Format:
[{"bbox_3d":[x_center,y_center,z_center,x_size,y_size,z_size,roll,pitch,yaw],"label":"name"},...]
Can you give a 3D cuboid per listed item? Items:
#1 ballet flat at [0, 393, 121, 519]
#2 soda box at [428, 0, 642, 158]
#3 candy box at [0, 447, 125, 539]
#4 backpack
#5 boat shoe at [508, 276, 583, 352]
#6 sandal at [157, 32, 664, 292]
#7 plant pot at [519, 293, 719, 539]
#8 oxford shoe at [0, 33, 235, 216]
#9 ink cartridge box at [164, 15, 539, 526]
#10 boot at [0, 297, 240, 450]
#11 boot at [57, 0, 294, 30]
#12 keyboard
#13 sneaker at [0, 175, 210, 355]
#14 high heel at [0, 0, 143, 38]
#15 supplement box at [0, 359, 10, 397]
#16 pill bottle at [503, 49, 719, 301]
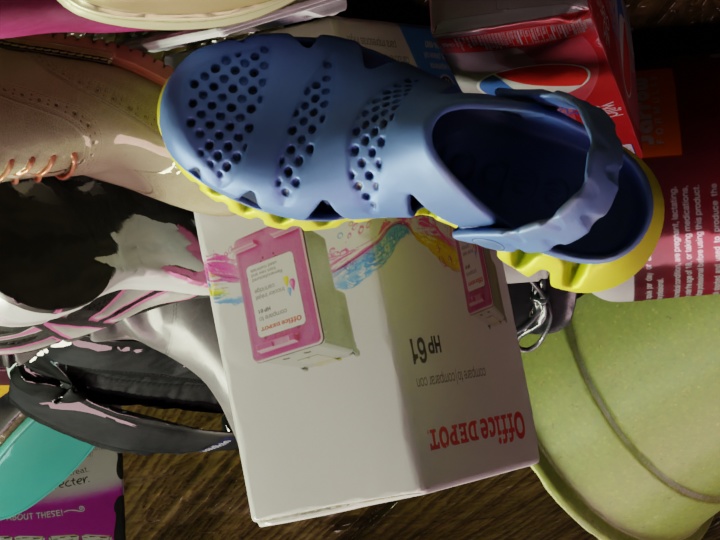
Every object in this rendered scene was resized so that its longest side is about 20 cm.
[{"bbox_3d":[-0.155,0.051,1.617,0.073,0.073,0.200,12,129,-48],"label":"ballet flat"},{"bbox_3d":[0.072,-0.100,1.203,0.063,0.070,0.200,-6,166,9],"label":"soda box"},{"bbox_3d":[-0.205,0.113,1.687,0.136,0.200,0.061,1,167,-15],"label":"candy box"},{"bbox_3d":[-0.089,0.011,1.475,0.200,0.127,0.167,1,151,-30],"label":"backpack"},{"bbox_3d":[0.074,0.001,1.445,0.062,0.075,0.200,29,-143,25],"label":"boat shoe"},{"bbox_3d":[0.022,-0.049,1.121,0.200,0.080,0.087,10,170,-2],"label":"sandal"},{"bbox_3d":[0.194,0.023,1.549,0.190,0.200,0.200,-31,153,35],"label":"plant pot"},{"bbox_3d":[-0.132,-0.053,1.159,0.200,0.074,0.071,19,147,-9],"label":"oxford shoe"},{"bbox_3d":[0.000,0.000,1.260,0.085,0.200,0.145,-11,178,23],"label":"ink cartridge box"},{"bbox_3d":[-0.105,0.022,1.353,0.132,0.200,0.070,-19,-175,-13],"label":"boot"},{"bbox_3d":[-0.019,-0.145,1.002,0.200,0.072,0.155,-10,166,1],"label":"boot"},{"bbox_3d":[-0.067,-0.095,1.181,0.056,0.011,0.200,-13,-175,-23],"label":"keyboard"},{"bbox_3d":[-0.122,-0.007,1.249,0.086,0.080,0.200,-31,166,34],"label":"sneaker"},{"bbox_3d":[-0.140,-0.103,1.125,0.200,0.067,0.096,-7,157,1],"label":"high heel"},{"bbox_3d":[-0.280,0.024,1.547,0.200,0.086,0.110,2,164,-25],"label":"supplement box"},{"bbox_3d":[0.157,-0.044,1.361,0.200,0.113,0.113,-6,166,3],"label":"pill bottle"}]
